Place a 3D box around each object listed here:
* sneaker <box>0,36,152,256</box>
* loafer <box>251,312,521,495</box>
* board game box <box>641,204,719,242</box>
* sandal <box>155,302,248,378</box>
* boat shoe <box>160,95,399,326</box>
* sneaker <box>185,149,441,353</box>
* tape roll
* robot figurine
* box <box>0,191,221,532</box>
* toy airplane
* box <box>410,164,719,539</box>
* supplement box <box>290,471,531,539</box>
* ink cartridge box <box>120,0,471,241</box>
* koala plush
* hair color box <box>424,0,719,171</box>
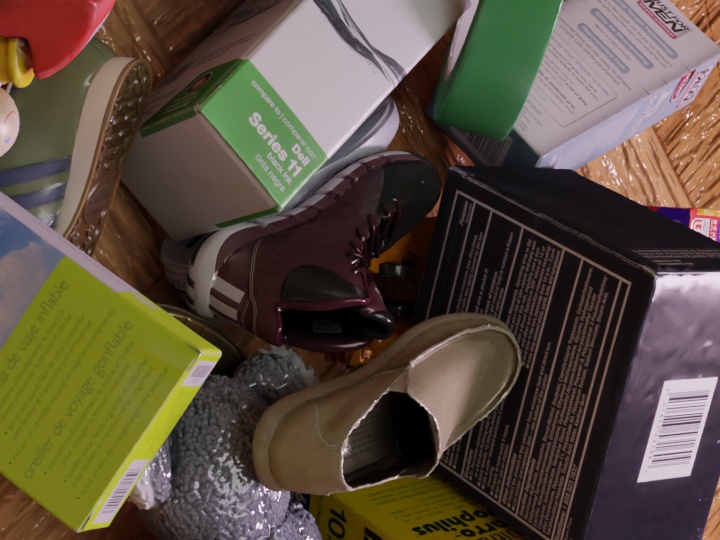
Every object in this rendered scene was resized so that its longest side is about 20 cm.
[{"bbox_3d":[-0.196,-0.051,1.146,0.201,0.090,0.067,-66,167,18],"label":"sneaker"},{"bbox_3d":[0.029,0.086,1.147,0.200,0.068,0.076,-26,122,-35],"label":"loafer"},{"bbox_3d":[0.189,0.051,1.415,0.046,0.151,0.201,2,92,-40],"label":"board game box"},{"bbox_3d":[-0.095,0.070,1.242,0.080,0.054,0.200,-47,140,11],"label":"sandal"},{"bbox_3d":[-0.050,-0.045,1.273,0.200,0.072,0.062,-41,139,-23],"label":"boat shoe"},{"bbox_3d":[0.000,0.000,1.207,0.200,0.115,0.076,-29,135,-32],"label":"sneaker"},{"bbox_3d":[0.098,-0.184,1.247,0.048,0.200,0.201,17,82,-4],"label":"tape roll"},{"bbox_3d":[0.059,0.005,1.364,0.200,0.058,0.145,-5,98,-38],"label":"robot figurine"},{"bbox_3d":[-0.192,0.038,1.083,0.122,0.200,0.048,-56,167,4],"label":"box"},{"bbox_3d":[-0.235,-0.115,1.032,0.200,0.199,0.141,-32,121,-14],"label":"toy airplane"},{"bbox_3d":[0.137,0.056,1.258,0.123,0.198,0.201,-1,112,-39],"label":"box"},{"bbox_3d":[0.044,0.203,1.263,0.109,0.200,0.109,-9,117,-39],"label":"supplement box"},{"bbox_3d":[-0.046,-0.120,1.198,0.083,0.146,0.200,50,62,-16],"label":"ink cartridge box"},{"bbox_3d":[-0.083,0.152,1.172,0.177,0.184,0.201,-13,105,-39],"label":"koala plush"},{"bbox_3d":[0.154,-0.135,1.396,0.200,0.061,0.099,-30,69,-33],"label":"hair color box"}]
